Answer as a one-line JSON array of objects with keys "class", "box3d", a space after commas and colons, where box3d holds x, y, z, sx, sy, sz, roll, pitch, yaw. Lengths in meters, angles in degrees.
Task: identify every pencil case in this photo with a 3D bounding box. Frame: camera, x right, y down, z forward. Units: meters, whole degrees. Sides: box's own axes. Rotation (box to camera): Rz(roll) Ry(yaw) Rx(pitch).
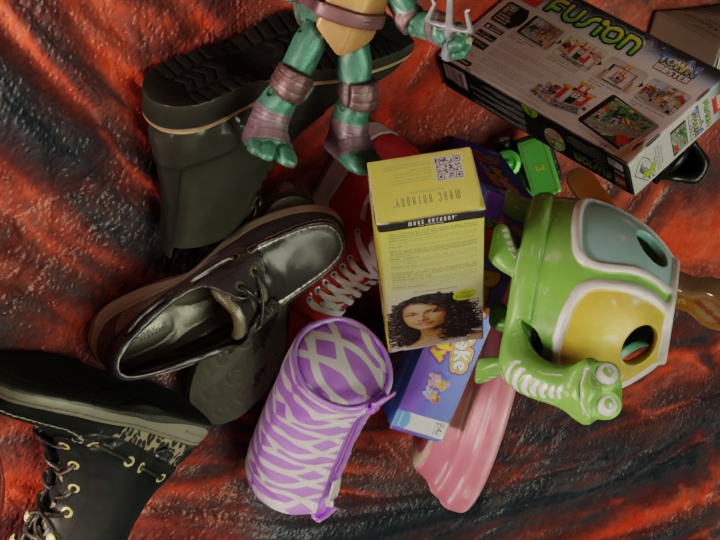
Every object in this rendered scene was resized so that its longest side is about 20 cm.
[{"class": "pencil case", "box3d": [-0.033, 0.116, 1.456, 0.084, 0.086, 0.200, -26, 157, -26]}]

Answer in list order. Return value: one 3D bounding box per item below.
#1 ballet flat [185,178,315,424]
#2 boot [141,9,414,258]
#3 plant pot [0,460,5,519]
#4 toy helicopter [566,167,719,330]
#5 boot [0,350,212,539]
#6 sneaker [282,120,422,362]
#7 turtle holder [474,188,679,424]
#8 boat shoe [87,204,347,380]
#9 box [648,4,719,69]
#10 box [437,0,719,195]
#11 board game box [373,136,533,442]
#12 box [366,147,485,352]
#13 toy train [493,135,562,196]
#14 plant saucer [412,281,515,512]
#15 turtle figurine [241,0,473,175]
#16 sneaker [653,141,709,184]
[{"class": "ballet flat", "box3d": [-0.082, 0.022, 1.421, 0.067, 0.046, 0.201, 8, 115, -26]}, {"class": "boot", "box3d": [-0.060, -0.097, 1.340, 0.199, 0.078, 0.139, -17, 134, -22]}, {"class": "plant pot", "box3d": [-0.312, 0.104, 1.111, 0.200, 0.200, 0.183, -36, 146, -23]}, {"class": "toy helicopter", "box3d": [0.225, -0.006, 1.603, 0.079, 0.199, 0.133, -49, 147, -33]}, {"class": "boot", "box3d": [-0.209, 0.144, 1.349, 0.203, 0.073, 0.154, 19, 105, -50]}, {"class": "sneaker", "box3d": [0.000, 0.000, 1.433, 0.071, 0.112, 0.201, 13, 107, -50]}, {"class": "turtle holder", "box3d": [0.152, 0.022, 1.338, 0.185, 0.131, 0.142, -32, 131, -81]}, {"class": "boat shoe", "box3d": [-0.093, 0.022, 1.347, 0.199, 0.065, 0.072, -26, 120, -9]}, {"class": "box", "box3d": [0.337, -0.188, 1.686, 0.199, 0.082, 0.069, -13, 126, -43]}, {"class": "box", "box3d": [0.164, -0.141, 1.434, 0.110, 0.200, 0.035, -40, 140, -18]}, {"class": "board game box", "box3d": [0.067, 0.013, 1.497, 0.044, 0.135, 0.201, 17, 108, -16]}, {"class": "box", "box3d": [0.047, -0.010, 1.324, 0.075, 0.050, 0.200, -9, 152, 0]}, {"class": "toy train", "box3d": [0.156, -0.017, 1.569, 0.056, 0.042, 0.201, -18, 99, 0]}, {"class": "plant saucer", "box3d": [0.085, 0.094, 1.572, 0.050, 0.201, 0.202, 15, 112, -4]}, {"class": "turtle figurine", "box3d": [-0.004, -0.162, 1.223, 0.149, 0.101, 0.201, 13, 117, -13]}, {"class": "sneaker", "box3d": [0.236, -0.121, 1.623, 0.199, 0.083, 0.071, 23, 99, -52]}]
